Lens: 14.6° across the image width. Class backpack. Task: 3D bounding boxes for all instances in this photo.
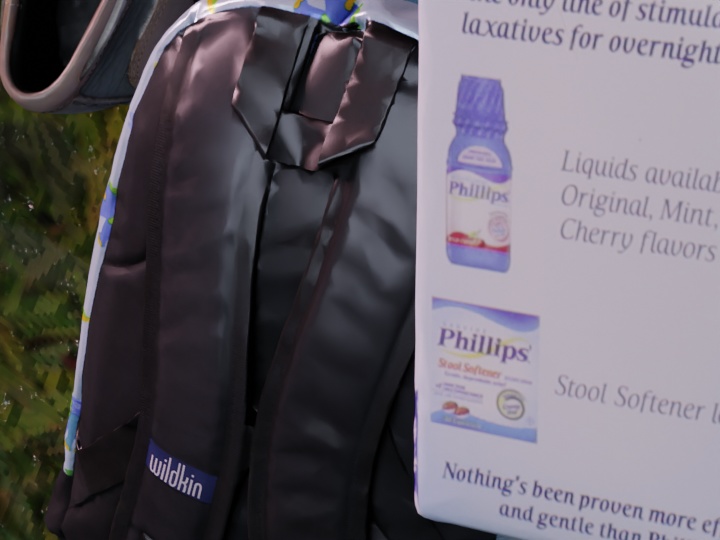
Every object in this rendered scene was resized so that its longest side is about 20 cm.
[{"bbox_3d":[0.000,0.000,0.777,0.163,0.154,0.200,21,136,25],"label":"backpack"}]

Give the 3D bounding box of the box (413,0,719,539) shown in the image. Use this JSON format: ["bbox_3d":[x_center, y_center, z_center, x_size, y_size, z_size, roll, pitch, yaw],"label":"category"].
[{"bbox_3d":[0.100,-0.050,0.670,0.105,0.184,0.201,10,109,28],"label":"box"}]

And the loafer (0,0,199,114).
[{"bbox_3d":[-0.065,-0.138,0.804,0.072,0.063,0.201,19,114,23],"label":"loafer"}]
